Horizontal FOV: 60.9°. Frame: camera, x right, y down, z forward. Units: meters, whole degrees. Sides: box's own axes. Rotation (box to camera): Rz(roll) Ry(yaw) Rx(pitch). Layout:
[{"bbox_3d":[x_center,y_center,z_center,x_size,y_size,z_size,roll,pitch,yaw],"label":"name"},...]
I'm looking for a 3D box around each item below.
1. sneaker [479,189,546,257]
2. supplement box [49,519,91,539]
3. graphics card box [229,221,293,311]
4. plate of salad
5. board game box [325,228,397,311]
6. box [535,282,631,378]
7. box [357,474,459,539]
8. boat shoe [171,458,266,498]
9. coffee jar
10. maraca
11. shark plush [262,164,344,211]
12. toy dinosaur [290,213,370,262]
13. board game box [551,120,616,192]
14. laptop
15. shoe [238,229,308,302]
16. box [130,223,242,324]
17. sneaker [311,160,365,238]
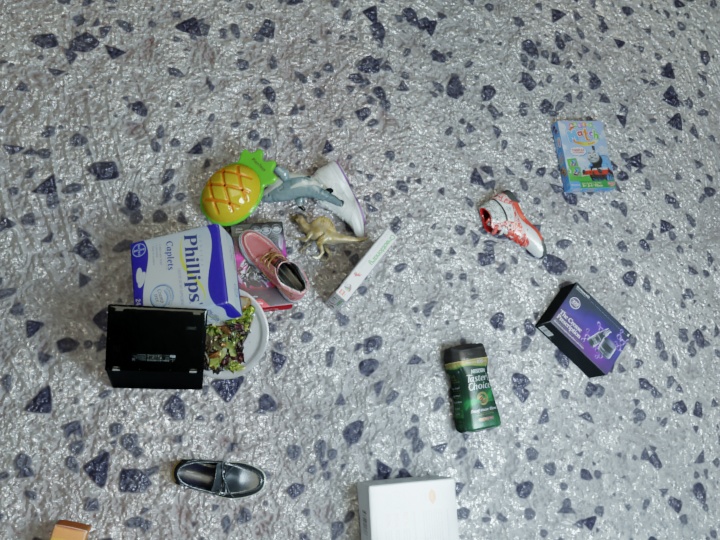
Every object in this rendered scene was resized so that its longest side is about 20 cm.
[{"bbox_3d":[0.389,-0.101,1.590,0.107,0.067,0.203,-28,82,-19],"label":"sneaker"},{"bbox_3d":[-0.576,0.585,1.156,0.068,0.066,0.203,19,73,-13],"label":"supplement box"},{"bbox_3d":[-0.228,-0.007,1.405,0.124,0.051,0.203,-5,77,-16],"label":"graphics card box"},{"bbox_3d":[-0.298,0.135,1.326,0.197,0.048,0.203,0,90,2],"label":"plate of salad"},{"bbox_3d":[0.000,0.000,1.425,0.035,0.126,0.201,40,70,-2],"label":"board game box"},{"bbox_3d":[0.572,0.153,1.572,0.200,0.079,0.141,42,67,-2],"label":"box"},{"bbox_3d":[0.103,0.535,1.333,0.197,0.106,0.155,1,76,-15],"label":"box"},{"bbox_3d":[-0.293,0.432,1.274,0.197,0.062,0.076,14,72,-13],"label":"boat shoe"},{"bbox_3d":[0.262,0.276,1.451,0.103,0.085,0.203,-7,78,-17],"label":"coffee jar"},{"bbox_3d":[-0.278,-0.190,1.397,0.137,0.107,0.200,41,84,13],"label":"maraca"},{"bbox_3d":[-0.134,-0.180,1.451,0.197,0.091,0.084,16,87,-1],"label":"shark plush"},{"bbox_3d":[-0.084,-0.074,1.439,0.197,0.058,0.102,18,90,6],"label":"toy dinosaur"},{"bbox_3d":[0.627,-0.321,1.724,0.149,0.037,0.203,-4,77,-16],"label":"board game box"},{"bbox_3d":[-0.410,0.162,1.243,0.184,0.116,0.203,4,97,-14],"label":"laptop"},{"bbox_3d":[-0.188,-0.019,1.343,0.071,0.091,0.200,-41,91,-20],"label":"shoe"},{"bbox_3d":[-0.365,0.020,1.286,0.197,0.105,0.186,-13,69,2],"label":"box"},{"bbox_3d":[-0.054,-0.161,1.491,0.099,0.075,0.202,-27,85,0],"label":"sneaker"}]
